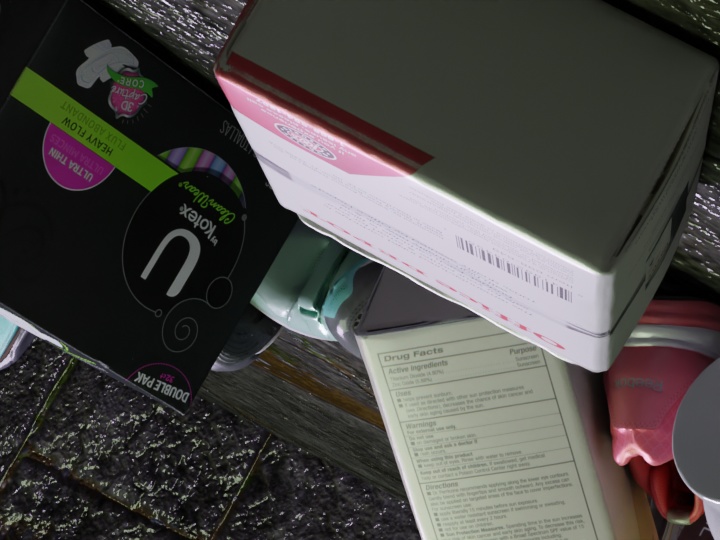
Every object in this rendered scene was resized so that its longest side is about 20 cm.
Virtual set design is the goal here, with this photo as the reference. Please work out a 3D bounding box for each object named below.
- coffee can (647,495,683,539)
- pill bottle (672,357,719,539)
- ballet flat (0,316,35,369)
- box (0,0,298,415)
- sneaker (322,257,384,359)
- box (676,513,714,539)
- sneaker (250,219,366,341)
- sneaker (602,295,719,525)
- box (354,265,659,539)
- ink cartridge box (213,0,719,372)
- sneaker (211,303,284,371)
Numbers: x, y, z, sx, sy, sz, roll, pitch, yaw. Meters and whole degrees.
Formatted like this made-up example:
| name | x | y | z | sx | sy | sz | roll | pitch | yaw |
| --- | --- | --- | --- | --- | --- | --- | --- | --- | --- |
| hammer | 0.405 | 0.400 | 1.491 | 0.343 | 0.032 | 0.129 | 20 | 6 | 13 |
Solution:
| name | x | y | z | sx | sy | sz | roll | pitch | yaw |
| --- | --- | --- | --- | --- | --- | --- | --- | --- | --- |
| coffee can | 0.187 | 0.193 | 1.784 | 0.200 | 0.147 | 0.146 | 34 | 171 | -37 |
| pill bottle | 0.217 | 0.105 | 1.233 | 0.104 | 0.105 | 0.200 | 21 | 170 | 47 |
| ballet flat | -0.186 | -0.018 | 1.666 | 0.073 | 0.200 | 0.073 | 23 | -140 | -21 |
| box | -0.151 | -0.045 | 1.445 | 0.124 | 0.149 | 0.200 | 24 | 172 | 47 |
| sneaker | 0.075 | 0.049 | 1.352 | 0.199 | 0.078 | 0.091 | 19 | -151 | -28 |
| box | 0.275 | 0.214 | 1.512 | 0.164 | 0.166 | 0.200 | 35 | 170 | -37 |
| sneaker | 0.000 | 0.000 | 1.468 | 0.200 | 0.074 | 0.118 | 19 | 172 | 26 |
| sneaker | 0.154 | 0.081 | 1.307 | 0.073 | 0.087 | 0.200 | -1 | 158 | 29 |
| box | 0.073 | 0.089 | 1.286 | 0.095 | 0.078 | 0.201 | -8 | 116 | 17 |
| ink cartridge box | 0.040 | -0.044 | 0.974 | 0.145 | 0.085 | 0.200 | 28 | 171 | 9 |
| sneaker | -0.095 | 0.009 | 1.613 | 0.074 | 0.085 | 0.200 | 26 | -158 | -23 |
